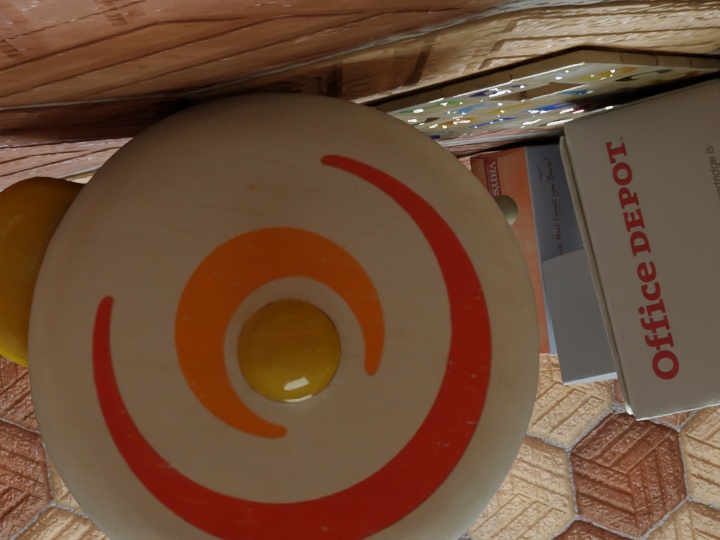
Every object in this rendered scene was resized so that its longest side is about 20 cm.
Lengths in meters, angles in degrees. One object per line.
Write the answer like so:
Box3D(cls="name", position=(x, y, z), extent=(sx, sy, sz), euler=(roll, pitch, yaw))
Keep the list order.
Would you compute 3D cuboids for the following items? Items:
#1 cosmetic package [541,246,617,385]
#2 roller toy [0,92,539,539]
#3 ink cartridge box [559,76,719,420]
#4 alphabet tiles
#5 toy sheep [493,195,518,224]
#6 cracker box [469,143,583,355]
Box3D(cls="cosmetic package", position=(0.201, 0.012, 0.858), extent=(0.106, 0.091, 0.200), euler=(-6, 170, -23))
Box3D(cls="roller toy", position=(-0.031, 0.026, 0.560), extent=(0.182, 0.200, 0.140), euler=(-33, -178, -6))
Box3D(cls="ink cartridge box", position=(0.209, -0.024, 0.697), extent=(0.199, 0.145, 0.084), euler=(-14, 178, 16))
Box3D(cls="alphabet tiles", position=(0.079, -0.078, 0.694), extent=(0.167, 0.008, 0.200), euler=(-11, 178, 37))
Box3D(cls="toy sheep", position=(0.000, 0.000, 0.792), extent=(0.199, 0.138, 0.138), euler=(-20, -176, -29))
Box3D(cls="cracker box", position=(0.170, -0.022, 1.011), extent=(0.199, 0.135, 0.058), euler=(-8, -178, -40))
